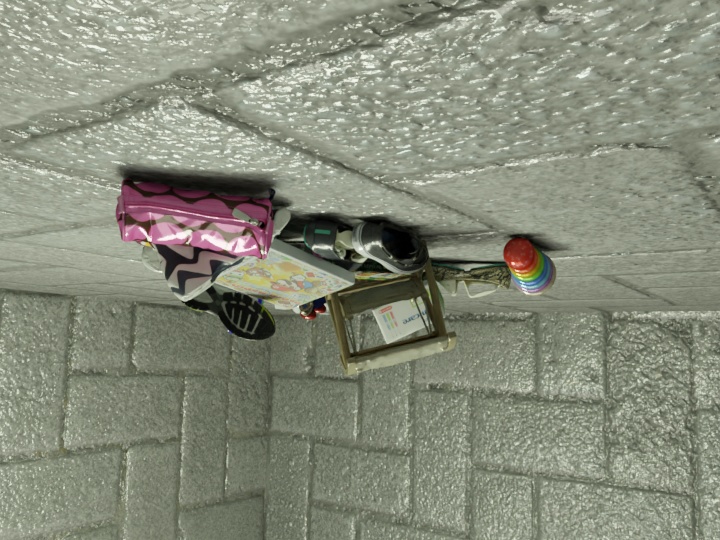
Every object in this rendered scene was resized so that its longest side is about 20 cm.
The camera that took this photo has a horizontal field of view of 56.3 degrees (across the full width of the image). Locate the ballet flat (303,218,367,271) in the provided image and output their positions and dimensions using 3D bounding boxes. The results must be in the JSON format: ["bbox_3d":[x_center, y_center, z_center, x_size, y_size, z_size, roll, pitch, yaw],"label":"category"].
[{"bbox_3d":[-0.020,-0.040,1.102,0.071,0.075,0.199,-1,170,25],"label":"ballet flat"}]

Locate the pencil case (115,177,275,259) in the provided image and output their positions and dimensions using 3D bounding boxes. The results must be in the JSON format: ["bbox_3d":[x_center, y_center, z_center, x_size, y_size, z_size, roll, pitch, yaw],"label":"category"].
[{"bbox_3d":[-0.207,-0.067,0.846,0.195,0.093,0.094,5,-174,-11],"label":"pencil case"}]

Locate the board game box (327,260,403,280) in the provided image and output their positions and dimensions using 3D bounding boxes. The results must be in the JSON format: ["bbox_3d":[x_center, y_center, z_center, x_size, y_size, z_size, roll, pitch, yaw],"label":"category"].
[{"bbox_3d":[0.000,0.000,1.336,0.196,0.024,0.104,3,173,-34],"label":"board game box"}]

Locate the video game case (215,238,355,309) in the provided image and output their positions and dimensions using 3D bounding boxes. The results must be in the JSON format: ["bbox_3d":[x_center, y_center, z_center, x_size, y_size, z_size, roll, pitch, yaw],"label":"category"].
[{"bbox_3d":[-0.138,0.008,1.111,0.198,0.023,0.180,23,149,-39],"label":"video game case"}]

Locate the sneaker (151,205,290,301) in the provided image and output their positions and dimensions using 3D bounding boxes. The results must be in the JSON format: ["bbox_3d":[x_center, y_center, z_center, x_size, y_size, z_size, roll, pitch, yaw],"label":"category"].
[{"bbox_3d":[-0.203,-0.065,0.938,0.198,0.131,0.079,-36,180,-13],"label":"sneaker"}]

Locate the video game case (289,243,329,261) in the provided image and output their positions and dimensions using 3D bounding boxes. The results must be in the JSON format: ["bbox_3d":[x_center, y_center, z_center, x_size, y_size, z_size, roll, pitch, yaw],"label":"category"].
[{"bbox_3d":[-0.094,-0.023,1.377,0.176,0.037,0.200,1,173,7],"label":"video game case"}]

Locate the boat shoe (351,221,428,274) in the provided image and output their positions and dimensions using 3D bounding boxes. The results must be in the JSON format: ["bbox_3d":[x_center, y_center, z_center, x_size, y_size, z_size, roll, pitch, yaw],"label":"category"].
[{"bbox_3d":[0.067,-0.040,1.102,0.065,0.072,0.198,-1,165,37],"label":"boat shoe"}]

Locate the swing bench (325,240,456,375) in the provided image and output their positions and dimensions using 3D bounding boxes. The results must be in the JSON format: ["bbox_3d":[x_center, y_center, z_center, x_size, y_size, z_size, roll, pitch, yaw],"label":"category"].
[{"bbox_3d":[0.047,0.081,1.223,0.194,0.204,0.130,-11,155,-8],"label":"swing bench"}]

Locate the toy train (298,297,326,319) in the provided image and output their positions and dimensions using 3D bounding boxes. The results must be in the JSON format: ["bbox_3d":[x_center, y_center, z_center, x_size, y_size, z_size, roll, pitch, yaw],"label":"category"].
[{"bbox_3d":[-0.136,0.044,1.353,0.113,0.087,0.200,15,-170,12],"label":"toy train"}]

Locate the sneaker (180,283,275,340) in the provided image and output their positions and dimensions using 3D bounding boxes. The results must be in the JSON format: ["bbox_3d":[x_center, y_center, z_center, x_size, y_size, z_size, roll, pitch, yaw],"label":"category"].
[{"bbox_3d":[-0.230,0.063,1.216,0.197,0.075,0.081,29,-174,18],"label":"sneaker"}]

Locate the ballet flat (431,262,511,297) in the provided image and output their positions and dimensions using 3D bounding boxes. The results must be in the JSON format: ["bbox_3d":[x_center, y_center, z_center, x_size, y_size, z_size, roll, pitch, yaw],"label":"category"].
[{"bbox_3d":[0.236,0.021,1.490,0.194,0.077,0.068,1,174,7],"label":"ballet flat"}]

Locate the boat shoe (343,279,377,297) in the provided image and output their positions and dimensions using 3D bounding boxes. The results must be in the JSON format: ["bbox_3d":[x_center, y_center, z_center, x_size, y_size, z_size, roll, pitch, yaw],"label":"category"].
[{"bbox_3d":[0.007,0.030,1.520,0.197,0.078,0.071,-12,-165,-43],"label":"boat shoe"}]

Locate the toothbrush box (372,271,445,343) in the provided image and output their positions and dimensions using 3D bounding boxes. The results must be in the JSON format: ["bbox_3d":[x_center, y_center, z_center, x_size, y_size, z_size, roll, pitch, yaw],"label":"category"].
[{"bbox_3d":[0.113,0.078,1.538,0.143,0.088,0.200,-25,-173,10],"label":"toothbrush box"}]

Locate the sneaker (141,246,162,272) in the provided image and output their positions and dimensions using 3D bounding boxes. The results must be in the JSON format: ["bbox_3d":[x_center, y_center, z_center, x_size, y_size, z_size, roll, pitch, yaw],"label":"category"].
[{"bbox_3d":[-0.314,-0.039,1.270,0.196,0.079,0.082,7,-161,-28],"label":"sneaker"}]

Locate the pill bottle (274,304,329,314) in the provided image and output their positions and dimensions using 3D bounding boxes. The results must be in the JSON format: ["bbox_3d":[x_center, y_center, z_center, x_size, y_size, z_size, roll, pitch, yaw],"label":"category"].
[{"bbox_3d":[-0.110,0.049,1.647,0.194,0.117,0.114,2,173,-3],"label":"pill bottle"}]

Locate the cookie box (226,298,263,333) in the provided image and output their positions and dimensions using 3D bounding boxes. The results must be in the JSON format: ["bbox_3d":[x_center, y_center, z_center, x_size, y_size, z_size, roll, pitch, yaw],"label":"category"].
[{"bbox_3d":[-0.251,0.054,1.497,0.073,0.176,0.200,6,173,-9],"label":"cookie box"}]

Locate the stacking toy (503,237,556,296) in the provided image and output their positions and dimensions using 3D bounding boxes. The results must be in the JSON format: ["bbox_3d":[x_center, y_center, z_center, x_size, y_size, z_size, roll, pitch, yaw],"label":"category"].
[{"bbox_3d":[0.298,-0.011,1.219,0.083,0.088,0.199,-1,168,25],"label":"stacking toy"}]

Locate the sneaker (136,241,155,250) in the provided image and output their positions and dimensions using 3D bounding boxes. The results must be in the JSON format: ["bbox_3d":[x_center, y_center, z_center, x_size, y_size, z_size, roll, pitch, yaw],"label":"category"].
[{"bbox_3d":[-0.305,-0.038,1.084,0.197,0.093,0.074,-5,171,41],"label":"sneaker"}]
